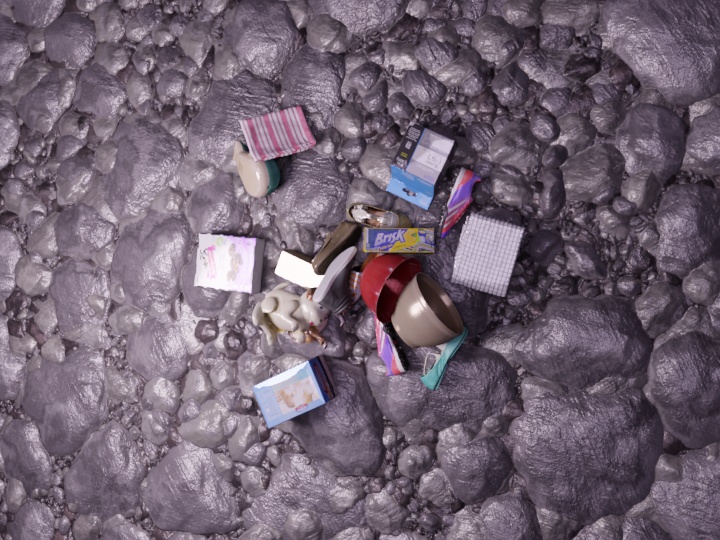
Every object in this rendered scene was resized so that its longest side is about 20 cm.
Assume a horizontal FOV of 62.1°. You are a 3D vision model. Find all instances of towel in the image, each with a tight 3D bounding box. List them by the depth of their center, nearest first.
[{"bbox_3d":[0.346,-0.044,1.634,0.163,0.085,0.204,16,95,16],"label":"towel"},{"bbox_3d":[-0.244,-0.408,1.767,0.197,0.030,0.148,-19,72,-19],"label":"towel"}]

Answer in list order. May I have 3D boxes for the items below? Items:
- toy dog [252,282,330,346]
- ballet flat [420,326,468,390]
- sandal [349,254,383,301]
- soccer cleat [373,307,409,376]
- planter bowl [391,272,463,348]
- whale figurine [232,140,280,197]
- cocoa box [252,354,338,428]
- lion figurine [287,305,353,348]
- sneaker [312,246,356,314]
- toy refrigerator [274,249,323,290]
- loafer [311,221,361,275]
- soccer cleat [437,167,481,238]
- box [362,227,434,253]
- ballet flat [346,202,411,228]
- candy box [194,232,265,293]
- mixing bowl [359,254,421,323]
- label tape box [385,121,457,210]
[{"bbox_3d":[-0.178,0.117,1.707,0.196,0.196,0.141,-8,128,17],"label":"toy dog"},{"bbox_3d":[0.226,0.235,1.668,0.070,0.067,0.202,28,98,5],"label":"ballet flat"},{"bbox_3d":[-0.003,-0.002,1.726,0.059,0.079,0.209,30,90,-25],"label":"sandal"},{"bbox_3d":[0.070,0.204,1.716,0.072,0.068,0.203,-25,84,22],"label":"soccer cleat"},{"bbox_3d":[0.168,0.126,1.628,0.134,0.200,0.202,-39,80,21],"label":"planter bowl"},{"bbox_3d":[-0.316,-0.315,1.817,0.200,0.103,0.161,48,140,31],"label":"whale figurine"},{"bbox_3d":[-0.189,0.352,1.748,0.198,0.131,0.135,-26,83,13],"label":"cocoa box"},{"bbox_3d":[-0.121,0.147,1.773,0.122,0.073,0.201,39,85,25],"label":"lion figurine"},{"bbox_3d":[-0.048,0.033,1.671,0.099,0.070,0.202,44,62,-25],"label":"sneaker"},{"bbox_3d":[-0.147,0.012,1.776,0.197,0.070,0.077,25,103,15],"label":"toy refrigerator"},{"bbox_3d":[-0.077,-0.066,1.733,0.067,0.077,0.200,27,60,32],"label":"loafer"},{"bbox_3d":[0.270,-0.180,1.659,0.072,0.068,0.203,20,96,1],"label":"soccer cleat"},{"bbox_3d":[0.106,-0.083,1.675,0.196,0.064,0.072,0,88,-5],"label":"box"},{"bbox_3d":[0.049,-0.150,1.724,0.197,0.071,0.072,18,94,14],"label":"ballet flat"},{"bbox_3d":[-0.404,-0.023,1.843,0.196,0.071,0.171,6,91,15],"label":"candy box"},{"bbox_3d":[0.068,0.034,1.665,0.108,0.199,0.203,29,97,31],"label":"mixing bowl"},{"bbox_3d":[0.167,-0.296,1.694,0.142,0.063,0.203,26,96,15],"label":"label tape box"}]
